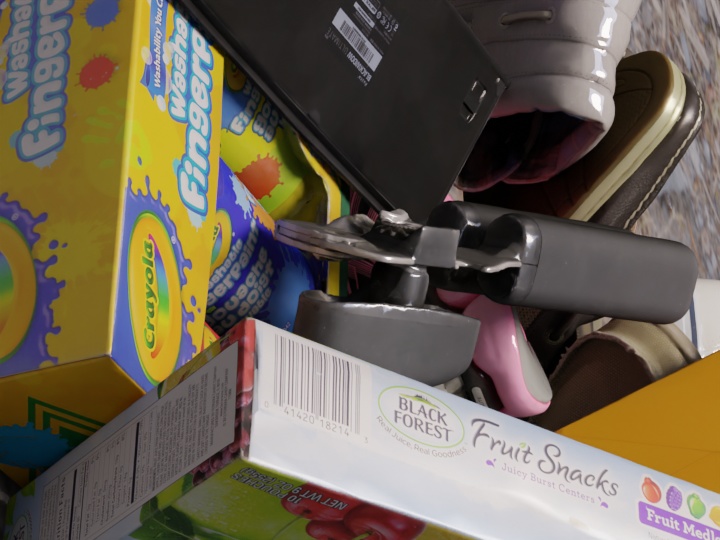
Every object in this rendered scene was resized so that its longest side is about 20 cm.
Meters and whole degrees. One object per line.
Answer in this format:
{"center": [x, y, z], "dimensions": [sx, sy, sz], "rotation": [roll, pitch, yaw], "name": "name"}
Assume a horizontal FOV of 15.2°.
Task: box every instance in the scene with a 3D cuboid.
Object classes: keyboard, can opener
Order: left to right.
{"center": [0.004, -0.105, 0.957], "dimensions": [0.127, 0.021, 0.200], "rotation": [-61, 146, -12], "name": "keyboard"}
{"center": [0.044, 0.011, 0.959], "dimensions": [0.200, 0.053, 0.067], "rotation": [8, 96, -49], "name": "can opener"}

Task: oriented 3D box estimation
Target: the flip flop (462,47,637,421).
{"center": [0.091, -0.017, 1.200], "dimensions": [0.058, 0.081, 0.200], "rotation": [-35, 135, -46], "name": "flip flop"}

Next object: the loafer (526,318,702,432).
{"center": [0.085, 0.108, 1.127], "dimensions": [0.068, 0.076, 0.200], "rotation": [-11, 128, -49], "name": "loafer"}

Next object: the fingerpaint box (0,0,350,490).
{"center": [-0.067, -0.012, 0.913], "dimensions": [0.167, 0.073, 0.200], "rotation": [51, 34, -49], "name": "fingerpaint box"}

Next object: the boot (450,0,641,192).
{"center": [0.041, -0.078, 1.113], "dimensions": [0.073, 0.200, 0.096], "rotation": [20, 70, -24], "name": "boot"}

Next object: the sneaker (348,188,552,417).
{"center": [0.000, 0.000, 1.075], "dimensions": [0.079, 0.095, 0.200], "rotation": [58, 4, -41], "name": "sneaker"}

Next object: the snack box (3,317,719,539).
{"center": [0.006, 0.094, 0.844], "dimensions": [0.200, 0.142, 0.053], "rotation": [22, 53, -29], "name": "snack box"}

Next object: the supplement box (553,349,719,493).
{"center": [0.182, 0.141, 1.085], "dimensions": [0.197, 0.133, 0.200], "rotation": [-24, 134, -30], "name": "supplement box"}

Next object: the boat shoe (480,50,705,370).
{"center": [0.085, -0.010, 1.127], "dimensions": [0.065, 0.200, 0.073], "rotation": [27, 38, -20], "name": "boat shoe"}

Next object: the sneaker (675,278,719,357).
{"center": [0.169, 0.100, 1.266], "dimensions": [0.073, 0.071, 0.201], "rotation": [146, -58, -83], "name": "sneaker"}
